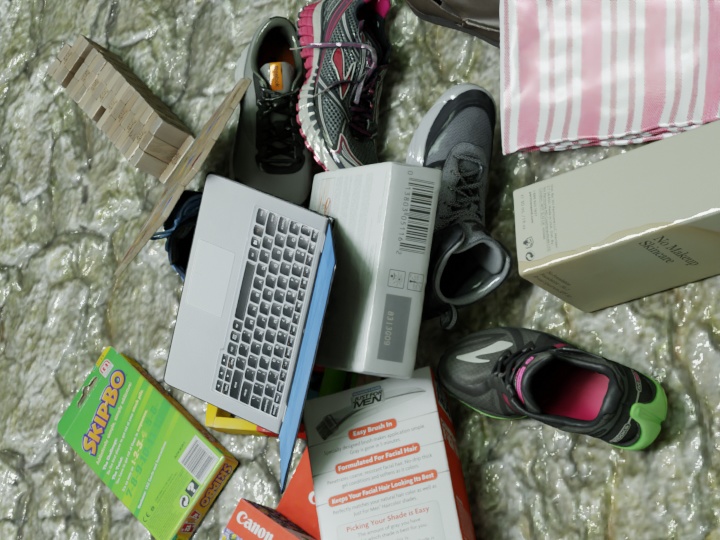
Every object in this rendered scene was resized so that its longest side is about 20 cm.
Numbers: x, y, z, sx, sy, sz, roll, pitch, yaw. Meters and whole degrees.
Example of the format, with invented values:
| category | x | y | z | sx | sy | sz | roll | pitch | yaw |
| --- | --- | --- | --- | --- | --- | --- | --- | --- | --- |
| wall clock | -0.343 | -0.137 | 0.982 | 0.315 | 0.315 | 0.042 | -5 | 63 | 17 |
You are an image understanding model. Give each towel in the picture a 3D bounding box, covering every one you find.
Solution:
| category | x | y | z | sx | sy | sz | roll | pitch | yaw |
| --- | --- | --- | --- | --- | --- | --- | --- | --- | --- |
| towel | 0.195 | -0.171 | 1.499 | 0.198 | 0.030 | 0.148 | -5 | 80 | 29 |

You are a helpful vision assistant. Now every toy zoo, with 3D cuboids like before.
| category | x | y | z | sx | sy | sz | roll | pitch | yaw |
| --- | --- | --- | --- | --- | --- | --- | --- | --- | --- |
| toy zoo | -0.062 | 0.076 | 1.642 | 0.199 | 0.020 | 0.132 | 0 | 70 | 40 |

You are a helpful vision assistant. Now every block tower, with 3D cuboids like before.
| category | x | y | z | sx | sy | sz | roll | pitch | yaw |
| --- | --- | --- | --- | --- | --- | --- | --- | --- | --- |
| block tower | -0.228 | -0.156 | 1.856 | 0.054 | 0.058 | 0.200 | -54 | 49 | 9 |

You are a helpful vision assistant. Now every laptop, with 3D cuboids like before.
| category | x | y | z | sx | sy | sz | roll | pitch | yaw |
| --- | --- | --- | --- | --- | --- | --- | --- | --- | --- |
| laptop | -0.091 | 0.044 | 1.527 | 0.199 | 0.116 | 0.189 | 21 | 106 | 27 |

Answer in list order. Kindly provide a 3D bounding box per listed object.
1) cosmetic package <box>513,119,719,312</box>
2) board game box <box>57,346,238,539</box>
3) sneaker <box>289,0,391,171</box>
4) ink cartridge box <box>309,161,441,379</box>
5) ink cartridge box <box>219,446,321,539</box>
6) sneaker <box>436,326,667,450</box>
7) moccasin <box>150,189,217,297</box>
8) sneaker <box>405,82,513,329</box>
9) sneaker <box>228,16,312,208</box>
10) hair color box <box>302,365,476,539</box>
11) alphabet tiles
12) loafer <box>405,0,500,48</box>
| category | x | y | z | sx | sy | sz | roll | pitch | yaw |
| --- | --- | --- | --- | --- | --- | --- | --- | --- | --- |
| cosmetic package | 0.221 | -0.039 | 1.408 | 0.199 | 0.103 | 0.074 | -18 | 62 | 34 |
| board game box | -0.194 | 0.154 | 1.716 | 0.200 | 0.030 | 0.096 | 38 | 97 | 39 |
| sneaker | -0.009 | -0.160 | 1.662 | 0.074 | 0.080 | 0.202 | -22 | 59 | 28 |
| ink cartridge box | 0.000 | 0.000 | 1.540 | 0.200 | 0.047 | 0.162 | 180 | 98 | -72 |
| ink cartridge box | -0.067 | 0.241 | 1.559 | 0.109 | 0.050 | 0.201 | 27 | 90 | 43 |
| sneaker | 0.134 | 0.078 | 1.441 | 0.199 | 0.084 | 0.077 | 9 | 77 | 41 |
| moccasin | -0.135 | -0.026 | 1.699 | 0.081 | 0.068 | 0.200 | -56 | 35 | 6 |
| sneaker | 0.082 | -0.048 | 1.527 | 0.114 | 0.075 | 0.202 | 16 | 88 | 61 |
| sneaker | -0.078 | -0.131 | 1.692 | 0.079 | 0.073 | 0.202 | 111 | 157 | -63 |
| hair color box | 0.027 | 0.186 | 1.479 | 0.110 | 0.064 | 0.202 | -16 | 61 | 11 |
| alphabet tiles | -0.148 | -0.091 | 1.674 | 0.168 | 0.008 | 0.200 | -62 | 10 | -26 |
| loafer | 0.100 | -0.230 | 1.608 | 0.199 | 0.071 | 0.074 | 14 | 81 | 42 |
